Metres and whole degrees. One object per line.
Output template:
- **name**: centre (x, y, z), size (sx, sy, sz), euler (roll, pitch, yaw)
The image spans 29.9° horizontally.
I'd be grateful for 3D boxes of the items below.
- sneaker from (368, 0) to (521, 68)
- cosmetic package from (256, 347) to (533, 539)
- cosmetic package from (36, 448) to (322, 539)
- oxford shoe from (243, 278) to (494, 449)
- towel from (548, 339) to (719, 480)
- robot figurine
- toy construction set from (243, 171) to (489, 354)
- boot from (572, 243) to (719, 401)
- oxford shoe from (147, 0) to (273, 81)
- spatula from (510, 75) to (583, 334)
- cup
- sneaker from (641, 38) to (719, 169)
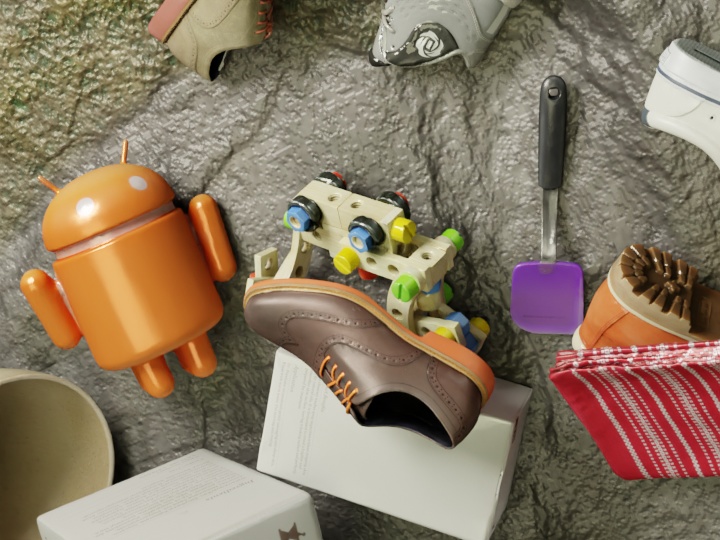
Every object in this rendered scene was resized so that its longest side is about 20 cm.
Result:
- **sneaker**: centre (0.013, -0.211, 0.985), size (0.199, 0.075, 0.116), euler (31, 115, 7)
- **cosmetic package**: centre (0.027, 0.127, 1.076), size (0.199, 0.081, 0.114), euler (17, 111, 12)
- **cosmetic package**: centre (-0.135, 0.262, 1.079), size (0.200, 0.164, 0.166), euler (6, 112, 59)
- **oxford shoe**: centre (-0.004, 0.066, 0.989), size (0.199, 0.073, 0.071), euler (21, 140, 12)
- **towel**: centre (0.248, 0.104, 0.966), size (0.199, 0.023, 0.145), euler (-8, 132, 38)
- **robot figurine**: centre (-0.186, 0.002, 1.091), size (0.143, 0.117, 0.201), euler (-19, 99, 23)
- **toy construction set**: centre (0.000, 0.000, 1.049), size (0.199, 0.092, 0.132), euler (8, 133, 24)
- **boot**: centre (0.254, 0.070, 0.995), size (0.199, 0.075, 0.107), euler (31, 133, 2)
- **oxford shoe**: centre (-0.082, -0.213, 1.004), size (0.075, 0.070, 0.200), euler (47, 141, -7)
- **spatula**: centre (0.142, -0.046, 1.016), size (0.056, 0.021, 0.202), euler (1, 104, 6)
- **cup**: centre (-0.335, 0.169, 1.170), size (0.143, 0.199, 0.202), euler (16, 113, 43)
- **sneaker**: centre (0.289, -0.086, 0.935), size (0.199, 0.073, 0.071), euler (33, 123, 17)
